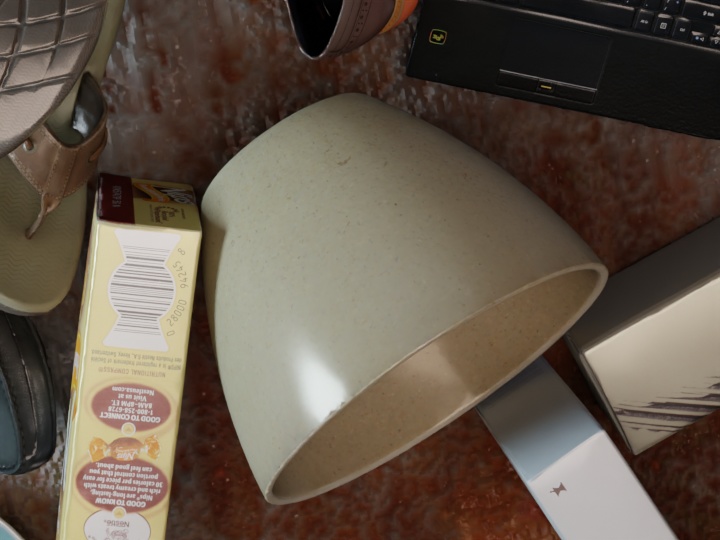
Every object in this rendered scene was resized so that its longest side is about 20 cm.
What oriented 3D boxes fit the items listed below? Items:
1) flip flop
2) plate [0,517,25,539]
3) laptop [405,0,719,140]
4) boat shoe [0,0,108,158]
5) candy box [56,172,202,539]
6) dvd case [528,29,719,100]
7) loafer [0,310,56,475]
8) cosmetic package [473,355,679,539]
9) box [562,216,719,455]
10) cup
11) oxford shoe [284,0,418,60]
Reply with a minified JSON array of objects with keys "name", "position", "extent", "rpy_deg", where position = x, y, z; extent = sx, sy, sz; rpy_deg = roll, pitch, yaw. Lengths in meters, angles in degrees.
[{"name":"flip flop","position":[-0.152,-0.079,1.167],"extent":[0.081,0.057,0.202],"rpy_deg":[18,82,-28]},{"name":"plate","position":[-0.253,0.201,1.262],"extent":[0.198,0.026,0.202],"rpy_deg":[-2,103,-7]},{"name":"laptop","position":[0.131,-0.147,1.145],"extent":[0.176,0.104,0.201],"rpy_deg":[11,117,-8]},{"name":"boat shoe","position":[-0.147,-0.141,1.124],"extent":[0.074,0.073,0.201],"rpy_deg":[22,80,-3]},{"name":"candy box","position":[-0.118,0.063,1.198],"extent":[0.055,0.115,0.202],"rpy_deg":[7,102,-7]},{"name":"dvd case","position":[0.190,-0.162,1.230],"extent":[0.199,0.018,0.144],"rpy_deg":[18,100,-10]},{"name":"loafer","position":[-0.214,0.015,1.193],"extent":[0.068,0.070,0.202],"rpy_deg":[-12,105,40]},{"name":"cosmetic package","position":[0.141,0.152,1.229],"extent":[0.051,0.151,0.201],"rpy_deg":[-34,105,2]},{"name":"box","position":[0.205,0.010,1.240],"extent":[0.199,0.082,0.069],"rpy_deg":[-29,106,2]},{"name":"cup","position":[0.000,0.000,1.174],"extent":[0.200,0.200,0.144],"rpy_deg":[-35,77,2]},{"name":"oxford shoe","position":[-0.020,-0.198,1.146],"extent":[0.071,0.072,0.201],"rpy_deg":[5,121,36]}]
